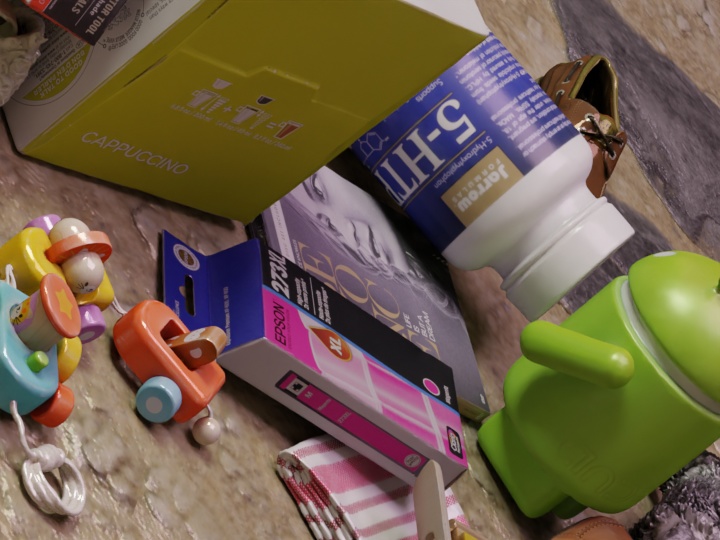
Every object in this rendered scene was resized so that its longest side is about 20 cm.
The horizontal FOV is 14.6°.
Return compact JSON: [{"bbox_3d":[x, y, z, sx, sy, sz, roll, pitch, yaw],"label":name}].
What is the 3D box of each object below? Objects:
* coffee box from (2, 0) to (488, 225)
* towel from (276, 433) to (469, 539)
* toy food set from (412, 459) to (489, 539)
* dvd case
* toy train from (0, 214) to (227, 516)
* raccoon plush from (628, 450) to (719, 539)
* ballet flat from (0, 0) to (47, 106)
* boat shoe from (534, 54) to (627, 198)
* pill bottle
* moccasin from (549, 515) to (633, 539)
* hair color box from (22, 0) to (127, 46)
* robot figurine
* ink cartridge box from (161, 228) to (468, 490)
[{"bbox_3d":[-0.087,-0.173,1.576,0.200,0.200,0.198,17,44,-51],"label":"coffee box"},{"bbox_3d":[0.041,0.172,1.573,0.200,0.030,0.146,59,24,9],"label":"towel"},{"bbox_3d":[0.111,0.199,1.548,0.200,0.060,0.144,34,30,-31],"label":"toy food set"},{"bbox_3d":[0.000,0.000,1.733,0.200,0.016,0.149,29,35,-43],"label":"dvd case"},{"bbox_3d":[-0.127,0.038,1.411,0.150,0.056,0.200,53,24,-2],"label":"toy train"},{"bbox_3d":[0.190,0.166,1.825,0.134,0.097,0.200,19,11,-32],"label":"raccoon plush"},{"bbox_3d":[-0.241,-0.153,1.440,0.200,0.072,0.072,31,34,-40],"label":"ballet flat"},{"bbox_3d":[0.157,-0.096,2.070,0.072,0.068,0.200,42,28,-28],"label":"boat shoe"},{"bbox_3d":[0.078,-0.070,1.805,0.200,0.120,0.120,49,24,4],"label":"pill bottle"},{"bbox_3d":[0.180,0.238,1.683,0.201,0.074,0.078,58,29,8],"label":"moccasin"},{"bbox_3d":[-0.183,-0.214,1.484,0.200,0.102,0.061,39,4,37],"label":"hair color box"},{"bbox_3d":[0.169,0.069,1.720,0.175,0.200,0.116,11,42,-56],"label":"robot figurine"},{"bbox_3d":[-0.025,0.045,1.581,0.200,0.037,0.095,32,28,-25],"label":"ink cartridge box"}]
